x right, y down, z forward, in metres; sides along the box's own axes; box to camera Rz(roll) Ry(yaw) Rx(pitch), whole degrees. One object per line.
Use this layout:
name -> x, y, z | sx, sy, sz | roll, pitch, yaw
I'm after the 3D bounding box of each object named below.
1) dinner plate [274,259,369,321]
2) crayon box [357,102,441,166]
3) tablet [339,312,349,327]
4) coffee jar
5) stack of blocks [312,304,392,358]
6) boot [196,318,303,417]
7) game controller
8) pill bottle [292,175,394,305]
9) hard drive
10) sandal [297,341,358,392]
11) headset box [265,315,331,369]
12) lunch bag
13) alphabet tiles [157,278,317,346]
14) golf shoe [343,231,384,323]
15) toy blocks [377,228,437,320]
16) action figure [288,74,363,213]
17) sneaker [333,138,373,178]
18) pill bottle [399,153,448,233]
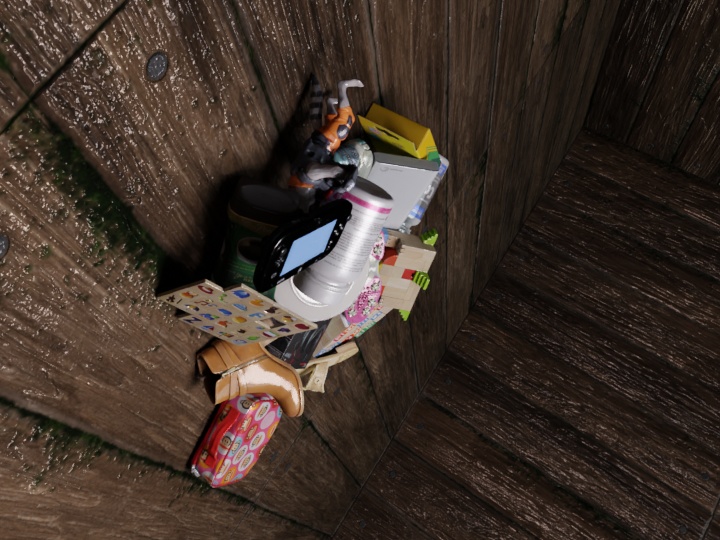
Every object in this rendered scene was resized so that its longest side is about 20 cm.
dinner plate -> -0.069, 0.000, 1.186 | 0.197, 0.024, 0.204 | -10, 113, -23
crayon box -> 0.078, -0.245, 1.250 | 0.051, 0.126, 0.200 | -59, 162, -3
tablet -> -0.023, 0.000, 1.349 | 0.131, 0.013, 0.202 | 72, 25, -43
coffee jar -> -0.158, -0.032, 0.971 | 0.086, 0.102, 0.203 | -102, -150, -62
stack of blocks -> -0.027, 0.113, 1.480 | 0.199, 0.059, 0.115 | -40, 160, 6
boot -> -0.187, 0.193, 1.138 | 0.154, 0.076, 0.203 | -31, 107, -44
game controller -> -0.079, -0.038, 0.939 | 0.199, 0.042, 0.106 | -33, 146, -52
pill bottle -> -0.033, -0.052, 1.098 | 0.113, 0.112, 0.203 | -14, 132, -65
hard drive -> 0.049, -0.141, 1.257 | 0.129, 0.027, 0.201 | 4, 145, -23
sandal -> -0.087, 0.231, 1.450 | 0.209, 0.070, 0.078 | -24, 161, -22
headset box -> -0.117, 0.088, 1.294 | 0.202, 0.077, 0.149 | -60, 161, 2
lunch bag -> -0.242, 0.320, 1.286 | 0.202, 0.081, 0.176 | -62, 161, 3
alphabet tiles -> -0.186, 0.063, 0.954 | 0.199, 0.165, 0.008 | 35, 49, -46
golf shoe -> 0.000, 0.000, 1.285 | 0.074, 0.092, 0.204 | 5, 107, -20
toy blocks -> 0.062, -0.002, 1.347 | 0.101, 0.134, 0.203 | -105, -150, -54
action figure -> -0.069, -0.185, 1.013 | 0.199, 0.103, 0.197 | 8, -103, 64
sneaker -> -0.045, -0.142, 1.192 | 0.085, 0.077, 0.203 | -19, 135, -37
pill bottle -> 0.100, -0.170, 1.432 | 0.203, 0.113, 0.114 | -63, 161, 6
